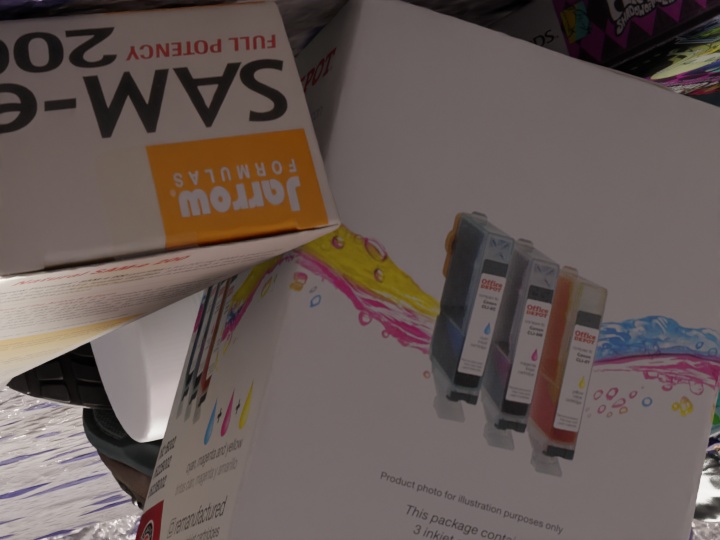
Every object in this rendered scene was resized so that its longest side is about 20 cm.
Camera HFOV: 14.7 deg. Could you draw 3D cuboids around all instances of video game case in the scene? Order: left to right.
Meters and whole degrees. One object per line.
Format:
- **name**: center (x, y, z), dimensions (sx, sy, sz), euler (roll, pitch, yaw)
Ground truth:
- **video game case**: center (0.166, -0.103, 0.941), dimensions (0.200, 0.036, 0.181), euler (-10, 169, -43)

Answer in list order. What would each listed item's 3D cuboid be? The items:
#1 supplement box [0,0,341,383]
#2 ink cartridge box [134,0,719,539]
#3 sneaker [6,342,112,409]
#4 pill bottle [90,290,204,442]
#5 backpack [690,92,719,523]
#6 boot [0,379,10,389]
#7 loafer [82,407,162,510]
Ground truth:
- **supplement box**: center (-0.120, -0.011, 0.830), dimensions (0.126, 0.074, 0.200), euler (-10, 170, -44)
- **ink cartridge box**: center (0.024, 0.037, 0.891), dimensions (0.144, 0.201, 0.145), euler (18, 164, -13)
- **sneaker**: center (-0.065, 0.011, 1.162), dimensions (0.199, 0.076, 0.088), euler (-15, 178, -14)
- **pill bottle**: center (0.000, 0.000, 1.048), dimensions (0.199, 0.113, 0.112), euler (-15, 173, -18)
- **backpack**: center (0.191, -0.013, 1.128), dimensions (0.199, 0.178, 0.151), euler (-19, 143, 7)
- **boot**: center (-0.186, 0.027, 1.054), dimensions (0.199, 0.073, 0.090), euler (-12, -176, 33)
- **loafer**: center (-0.063, 0.086, 1.112), dimensions (0.072, 0.063, 0.200), euler (-16, -164, -15)
